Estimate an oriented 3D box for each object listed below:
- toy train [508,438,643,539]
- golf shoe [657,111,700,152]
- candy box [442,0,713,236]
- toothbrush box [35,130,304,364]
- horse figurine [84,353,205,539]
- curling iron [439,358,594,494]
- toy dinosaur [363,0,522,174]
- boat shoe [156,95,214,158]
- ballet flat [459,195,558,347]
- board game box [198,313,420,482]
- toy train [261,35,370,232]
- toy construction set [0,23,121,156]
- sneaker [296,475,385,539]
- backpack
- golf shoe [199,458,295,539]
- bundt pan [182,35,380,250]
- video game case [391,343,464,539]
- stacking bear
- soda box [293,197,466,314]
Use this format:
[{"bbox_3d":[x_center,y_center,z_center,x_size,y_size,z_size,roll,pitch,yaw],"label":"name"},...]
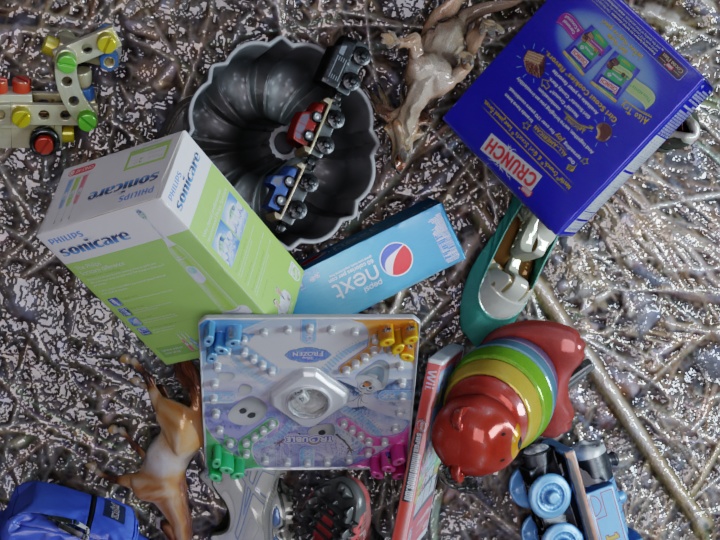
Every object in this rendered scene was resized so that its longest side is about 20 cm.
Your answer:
[{"bbox_3d":[0.229,0.267,1.495,0.114,0.087,0.201,-17,96,-14],"label":"toy train"},{"bbox_3d":[0.263,-0.197,1.439,0.200,0.088,0.077,37,93,-8],"label":"golf shoe"},{"bbox_3d":[0.206,-0.159,1.380,0.200,0.077,0.169,-47,72,14],"label":"candy box"},{"bbox_3d":[-0.168,-0.015,1.307,0.145,0.086,0.200,-14,135,31],"label":"toothbrush box"},{"bbox_3d":[-0.195,0.164,1.411,0.132,0.050,0.201,33,113,26],"label":"horse figurine"},{"bbox_3d":[0.165,0.160,1.497,0.200,0.026,0.050,-41,70,-3],"label":"curling iron"},{"bbox_3d":[0.072,-0.205,1.410,0.086,0.136,0.200,38,65,5],"label":"toy dinosaur"},{"bbox_3d":[-0.184,-0.073,1.414,0.066,0.057,0.201,19,94,-9],"label":"boat shoe"},{"bbox_3d":[0.157,-0.011,1.455,0.067,0.070,0.201,22,94,-13],"label":"ballet flat"},{"bbox_3d":[-0.048,0.123,1.340,0.198,0.026,0.201,0,130,-4],"label":"board game box"},{"bbox_3d":[-0.045,-0.130,1.352,0.046,0.034,0.201,26,78,-20],"label":"toy train"},{"bbox_3d":[-0.326,-0.179,1.367,0.199,0.092,0.132,7,121,0],"label":"toy construction set"},{"bbox_3d":[-0.014,0.266,1.434,0.098,0.071,0.201,-24,142,-35],"label":"sneaker"},{"bbox_3d":[-0.268,0.307,1.391,0.199,0.163,0.169,20,104,-11],"label":"backpack"},{"bbox_3d":[-0.115,0.190,1.448,0.097,0.078,0.201,-1,96,-1],"label":"golf shoe"},{"bbox_3d":[-0.087,-0.119,1.391,0.201,0.076,0.203,1,89,-27],"label":"bundt pan"},{"bbox_3d":[0.066,0.178,1.433,0.017,0.143,0.201,12,96,11],"label":"video game case"},{"bbox_3d":[0.130,0.132,1.378,0.113,0.200,0.122,14,112,19],"label":"stacking bear"},{"bbox_3d":[0.000,0.000,1.439,0.199,0.068,0.064,-26,100,-3],"label":"soda box"}]
